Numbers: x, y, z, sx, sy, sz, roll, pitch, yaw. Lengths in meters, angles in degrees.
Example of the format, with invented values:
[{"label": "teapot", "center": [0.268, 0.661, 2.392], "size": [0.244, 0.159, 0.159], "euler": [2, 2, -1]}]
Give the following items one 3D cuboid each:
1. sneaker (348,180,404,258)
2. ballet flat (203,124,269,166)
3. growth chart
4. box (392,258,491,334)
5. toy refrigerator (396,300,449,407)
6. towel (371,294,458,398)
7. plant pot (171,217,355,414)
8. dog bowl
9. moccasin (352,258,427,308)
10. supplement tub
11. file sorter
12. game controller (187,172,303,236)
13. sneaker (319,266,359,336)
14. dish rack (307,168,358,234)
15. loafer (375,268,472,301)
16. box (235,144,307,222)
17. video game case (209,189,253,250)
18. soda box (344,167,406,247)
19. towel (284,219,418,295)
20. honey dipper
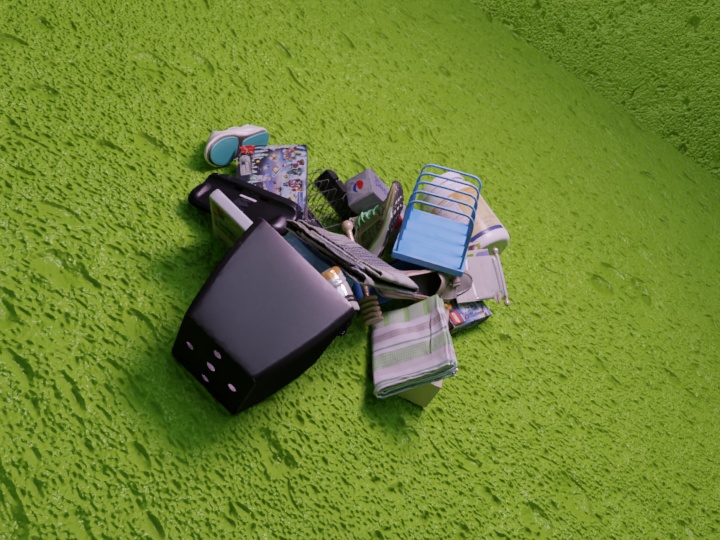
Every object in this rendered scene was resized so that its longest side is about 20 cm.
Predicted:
[{"label": "sneaker", "center": [0.018, -0.089, 1.324], "size": [0.088, 0.202, 0.077], "euler": [27, 26, 7]}, {"label": "ballet flat", "center": [-0.260, -0.253, 1.354], "size": [0.069, 0.070, 0.200], "euler": [45, 33, 7]}, {"label": "growth chart", "center": [0.227, 0.002, 1.405], "size": [0.197, 0.018, 0.147], "euler": [1, 76, -34]}, {"label": "box", "center": [0.171, 0.034, 1.432], "size": [0.136, 0.040, 0.201], "euler": [-11, 60, -45]}, {"label": "toy refrigerator", "center": [0.110, 0.146, 1.262], "size": [0.075, 0.070, 0.201], "euler": [24, 39, -8]}, {"label": "towel", "center": [0.085, 0.125, 1.187], "size": [0.201, 0.147, 0.031], "euler": [-93, 162, -55]}, {"label": "plant pot", "center": [-0.159, 0.086, 1.000], "size": [0.199, 0.200, 0.177], "euler": [43, 51, 4]}, {"label": "dog bowl", "center": [-0.077, -0.007, 1.193], "size": [0.112, 0.050, 0.200], "euler": [46, 7, 30]}, {"label": "moccasin", "center": [0.060, 0.025, 1.326], "size": [0.198, 0.068, 0.081], "euler": [-22, 81, -23]}, {"label": "supplement tub", "center": [0.228, -0.109, 1.550], "size": [0.143, 0.145, 0.201], "euler": [-8, 58, -44]}, {"label": "file sorter", "center": [0.152, -0.104, 1.311], "size": [0.137, 0.124, 0.201], "euler": [15, 32, 6]}, {"label": "game controller", "center": [-0.202, -0.114, 1.196], "size": [0.198, 0.043, 0.105], "euler": [22, 48, 17]}, {"label": "sneaker", "center": [-0.061, 0.076, 1.090], "size": [0.075, 0.200, 0.088], "euler": [-31, 78, -27]}, {"label": "dish rack", "center": [-0.088, -0.132, 1.381], "size": [0.199, 0.055, 0.154], "euler": [-20, 66, -47]}, {"label": "loafer", "center": [0.126, 0.028, 1.273], "size": [0.197, 0.063, 0.073], "euler": [-1, 93, -19]}, {"label": "box", "center": [-0.166, -0.155, 1.285], "size": [0.134, 0.040, 0.202], "euler": [-2, 52, -2]}, {"label": "video game case", "center": [-0.168, -0.026, 1.118], "size": [0.200, 0.182, 0.023], "euler": [44, 72, 5]}, {"label": "soda box", "center": [0.048, -0.121, 1.409], "size": [0.200, 0.063, 0.069], "euler": [40, 32, -46]}, {"label": "towel", "center": [-0.009, -0.025, 1.146], "size": [0.192, 0.035, 0.199], "euler": [37, 11, 27]}, {"label": "honey dipper", "center": [0.000, 0.000, 1.266], "size": [0.038, 0.038, 0.203], "euler": [1, 67, -39]}]
